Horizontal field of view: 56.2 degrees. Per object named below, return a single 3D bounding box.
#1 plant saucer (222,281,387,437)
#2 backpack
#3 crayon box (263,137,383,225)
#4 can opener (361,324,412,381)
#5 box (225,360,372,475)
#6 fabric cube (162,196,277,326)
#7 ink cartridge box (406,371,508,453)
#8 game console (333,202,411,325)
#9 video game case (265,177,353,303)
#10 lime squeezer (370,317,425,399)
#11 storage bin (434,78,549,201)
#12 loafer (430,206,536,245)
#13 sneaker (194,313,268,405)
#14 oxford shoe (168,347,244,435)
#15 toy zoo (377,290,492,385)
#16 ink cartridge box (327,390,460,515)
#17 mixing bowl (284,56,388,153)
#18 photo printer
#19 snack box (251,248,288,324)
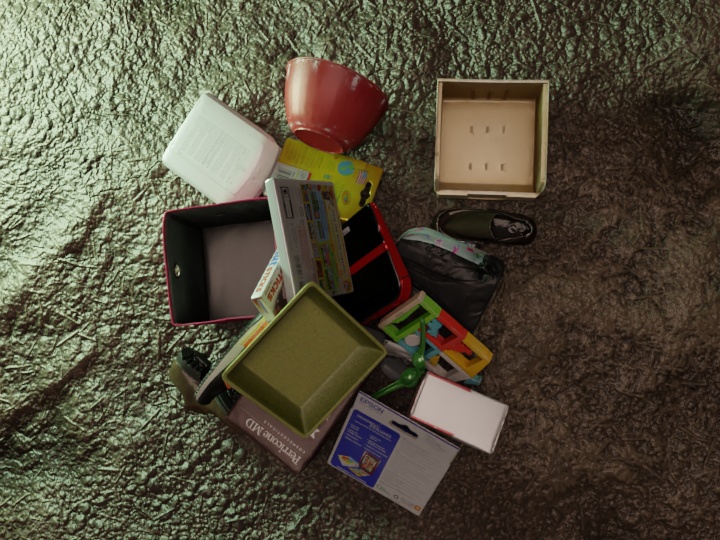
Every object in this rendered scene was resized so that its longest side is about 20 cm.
[{"bbox_3d":[-0.088,0.136,1.059,0.200,0.048,0.200,-46,123,0],"label":"plant saucer"},{"bbox_3d":[0.140,0.010,1.203,0.198,0.127,0.169,26,108,9],"label":"backpack"},{"bbox_3d":[-0.068,-0.157,1.266,0.197,0.051,0.129,19,72,7],"label":"crayon box"},{"bbox_3d":[0.020,0.138,1.218,0.198,0.053,0.067,27,51,-15],"label":"can opener"},{"bbox_3d":[-0.102,0.218,1.201,0.165,0.164,0.201,35,90,7],"label":"box"},{"bbox_3d":[-0.221,-0.008,1.212,0.196,0.199,0.200,-6,86,5],"label":"fabric cube"},{"bbox_3d":[0.159,0.242,1.155,0.145,0.200,0.084,23,80,6],"label":"ink cartridge box"},{"bbox_3d":[0.000,0.000,1.212,0.199,0.031,0.179,-35,71,45],"label":"game console"},{"bbox_3d":[-0.082,-0.052,1.138,0.023,0.181,0.204,-12,88,30],"label":"video game case"},{"bbox_3d":[0.084,0.165,1.186,0.070,0.038,0.201,25,117,-13],"label":"lime squeezer"},{"bbox_3d":[0.235,-0.236,1.235,0.196,0.094,0.203,2,86,5],"label":"storage bin"},{"bbox_3d":[0.228,-0.086,1.236,0.196,0.071,0.074,0,86,5],"label":"loafer"},{"bbox_3d":[-0.191,0.167,1.103,0.090,0.070,0.201,39,109,-6],"label":"sneaker"},{"bbox_3d":[-0.283,0.243,1.273,0.200,0.073,0.085,44,107,9],"label":"oxford shoe"},{"bbox_3d":[0.139,0.130,1.175,0.199,0.131,0.021,41,50,-9],"label":"toy zoo"},{"bbox_3d":[0.058,0.316,1.189,0.196,0.047,0.202,28,123,8],"label":"ink cartridge box"},{"bbox_3d":[-0.058,-0.280,1.209,0.197,0.200,0.110,19,82,7],"label":"mixing bowl"},{"bbox_3d":[-0.258,-0.218,1.288,0.199,0.069,0.168,34,92,11],"label":"photo printer"},{"bbox_3d":[-0.118,-0.001,1.107,0.024,0.202,0.072,-9,129,29],"label":"snack box"}]
